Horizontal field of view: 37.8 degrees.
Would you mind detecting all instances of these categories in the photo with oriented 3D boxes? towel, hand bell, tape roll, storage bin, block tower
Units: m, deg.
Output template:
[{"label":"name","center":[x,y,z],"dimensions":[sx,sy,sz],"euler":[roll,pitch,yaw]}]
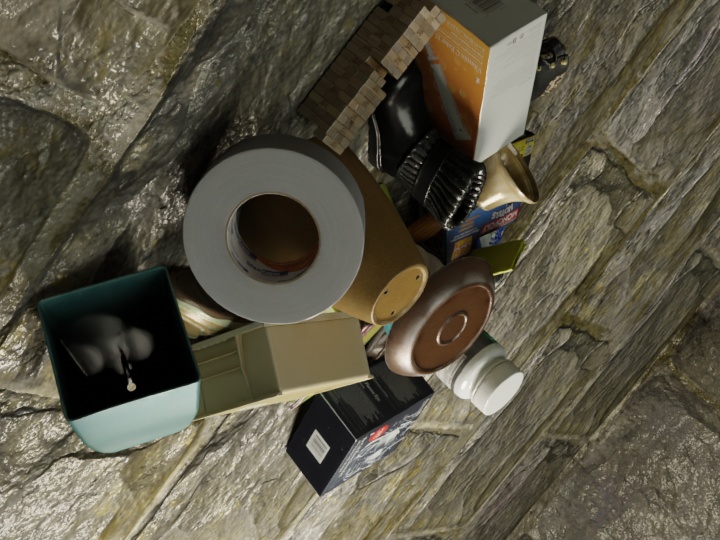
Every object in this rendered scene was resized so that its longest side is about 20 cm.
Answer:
[{"label":"towel","center":[-0.025,0.123,1.595],"dimensions":[0.200,0.023,0.143],"euler":[-48,173,20]},{"label":"hand bell","center":[0.133,-0.089,1.435],"dimensions":[0.199,0.105,0.104],"euler":[-31,160,26]},{"label":"tape roll","center":[-0.093,-0.046,1.160],"dimensions":[0.201,0.199,0.066],"euler":[-58,-171,20]},{"label":"storage bin","center":[-0.120,0.125,1.369],"dimensions":[0.197,0.095,0.199],"euler":[-19,171,36]},{"label":"towel","center":[0.151,0.000,1.590],"dimensions":[0.018,0.198,0.086],"euler":[62,34,-23]},{"label":"block tower","center":[0.010,-0.235,1.214],"dimensions":[0.201,0.058,0.054],"euler":[-53,152,6]}]

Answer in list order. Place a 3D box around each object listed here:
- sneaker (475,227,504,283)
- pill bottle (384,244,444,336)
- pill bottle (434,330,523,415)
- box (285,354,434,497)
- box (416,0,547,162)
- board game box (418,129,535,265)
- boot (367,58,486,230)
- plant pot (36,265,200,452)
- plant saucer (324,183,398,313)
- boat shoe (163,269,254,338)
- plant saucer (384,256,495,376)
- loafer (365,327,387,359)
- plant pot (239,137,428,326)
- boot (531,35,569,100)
[{"label":"sneaker","center":[0.201,-0.042,1.671],"dimensions":[0.199,0.115,0.081],"euler":[-46,154,-3]},{"label":"pill bottle","center":[0.079,0.046,1.502],"dimensions":[0.111,0.111,0.201],"euler":[-40,147,-14]},{"label":"pill bottle","center":[0.174,0.144,1.780],"dimensions":[0.113,0.200,0.114],"euler":[-34,150,-23]},{"label":"box","center":[-0.002,0.251,1.739],"dimensions":[0.181,0.104,0.201],"euler":[-26,156,-37]},{"label":"box","center":[0.141,-0.252,1.302],"dimensions":[0.097,0.124,0.201],"euler":[-33,150,-24]},{"label":"board game box","center":[0.158,-0.101,1.556],"dimensions":[0.199,0.062,0.201],"euler":[-22,134,-38]},{"label":"boot","center":[0.084,-0.161,1.301],"dimensions":[0.079,0.158,0.212],"euler":[-37,151,-19]},{"label":"plant pot","center":[-0.260,0.118,1.172],"dimensions":[0.140,0.142,0.200],"euler":[-16,155,-14]},{"label":"plant saucer","center":[0.000,0.000,1.511],"dimensions":[0.200,0.048,0.200],"euler":[-44,152,-6]},{"label":"boat shoe","center":[-0.193,0.055,1.293],"dimensions":[0.076,0.072,0.200],"euler":[-37,154,14]},{"label":"plant saucer","center":[0.118,0.072,1.447],"dimensions":[0.199,0.032,0.201],"euler":[-31,144,-25]},{"label":"loafer","center":[0.088,0.085,1.698],"dimensions":[0.199,0.071,0.073],"euler":[-38,179,-19]},{"label":"plant pot","center":[-0.016,-0.032,1.284],"dimensions":[0.186,0.200,0.187],"euler":[-34,149,-24]},{"label":"boot","center":[0.218,-0.283,1.428],"dimensions":[0.150,0.073,0.201],"euler":[-30,152,-28]}]
